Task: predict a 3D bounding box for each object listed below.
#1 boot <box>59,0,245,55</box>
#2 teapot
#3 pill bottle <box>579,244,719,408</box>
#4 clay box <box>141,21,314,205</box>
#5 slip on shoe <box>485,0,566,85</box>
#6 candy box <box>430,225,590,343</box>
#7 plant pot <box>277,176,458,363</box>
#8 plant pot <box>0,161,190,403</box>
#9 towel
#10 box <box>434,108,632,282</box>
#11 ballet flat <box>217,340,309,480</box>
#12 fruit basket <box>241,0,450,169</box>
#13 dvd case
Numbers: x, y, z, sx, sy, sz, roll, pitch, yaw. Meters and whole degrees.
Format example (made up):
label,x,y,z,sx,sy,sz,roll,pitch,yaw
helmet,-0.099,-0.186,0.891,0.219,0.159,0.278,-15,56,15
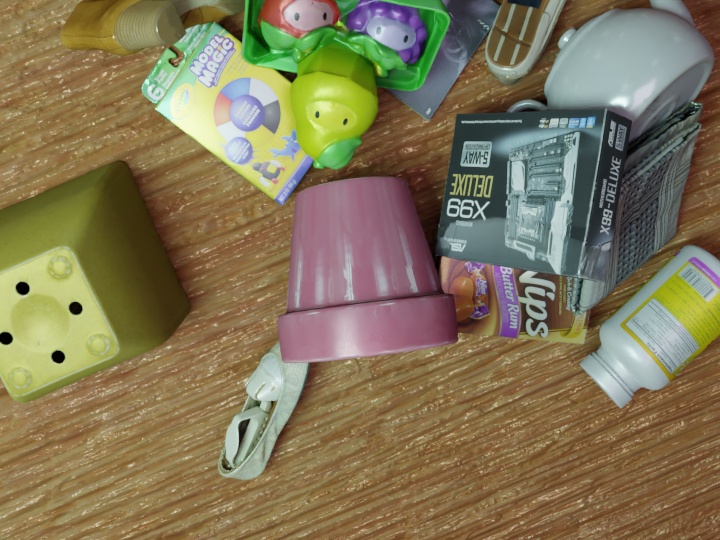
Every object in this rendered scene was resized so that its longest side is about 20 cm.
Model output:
label,x,y,z,sx,sy,sz,roll,pitch,yaw
boot,-0.206,-0.285,0.838,0.142,0.202,0.072,10,133,29
teapot,0.269,-0.207,0.889,0.198,0.199,0.146,-31,67,-29
pill bottle,0.365,0.072,0.990,0.200,0.104,0.104,-44,105,6
clay box,-0.133,-0.179,0.893,0.199,0.048,0.116,36,96,-15
slip on shoe,0.197,-0.301,0.902,0.075,0.061,0.203,19,85,22
candy box,0.180,0.017,0.979,0.196,0.057,0.119,5,102,-10
plant pot,0.000,0.000,0.888,0.196,0.200,0.183,-7,87,-5
plant pot,-0.309,0.024,0.843,0.192,0.200,0.197,-22,106,0
towel,0.311,-0.065,0.907,0.191,0.034,0.202,-33,139,-24
box,0.171,-0.081,0.841,0.049,0.198,0.161,9,92,-39
ballet flat,-0.116,0.163,0.965,0.062,0.067,0.203,9,106,-46
fruit basket,-0.022,-0.217,0.817,0.211,0.156,0.220,4,68,-10
dvd case,0.040,-0.287,0.904,0.198,0.016,0.150,33,98,-13
